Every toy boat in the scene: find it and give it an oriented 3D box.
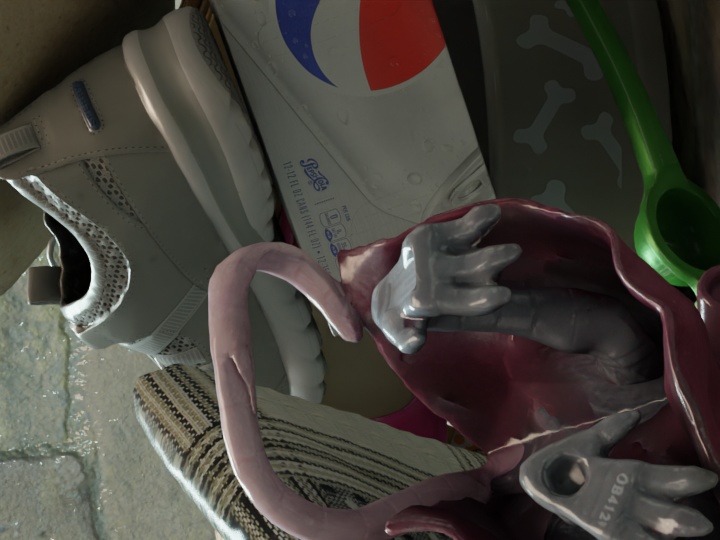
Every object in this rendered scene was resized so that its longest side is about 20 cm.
[{"bbox_3d":[-0.139,-0.078,0.879,0.131,0.131,0.200,36,159,11],"label":"toy boat"}]

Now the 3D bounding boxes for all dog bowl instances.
[{"bbox_3d":[0.056,-0.033,0.976,0.200,0.058,0.201,178,90,-80],"label":"dog bowl"}]

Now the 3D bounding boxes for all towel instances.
[{"bbox_3d":[0.059,0.100,0.683,0.035,0.200,0.193,-56,42,11],"label":"towel"}]

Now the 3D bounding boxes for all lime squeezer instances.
[{"bbox_3d":[0.093,0.005,0.861,0.071,0.038,0.201,21,117,60],"label":"lime squeezer"}]

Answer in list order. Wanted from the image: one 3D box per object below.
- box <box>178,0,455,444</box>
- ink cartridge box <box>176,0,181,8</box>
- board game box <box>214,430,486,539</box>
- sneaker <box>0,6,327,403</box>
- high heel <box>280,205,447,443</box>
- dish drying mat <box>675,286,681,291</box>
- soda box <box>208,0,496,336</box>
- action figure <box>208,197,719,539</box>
[{"bbox_3d":[-0.016,-0.008,1.028,0.200,0.021,0.164,50,-135,-39],"label":"box"},{"bbox_3d":[-0.038,-0.195,1.055,0.147,0.199,0.145,91,168,-57],"label":"ink cartridge box"},{"bbox_3d":[0.030,0.131,1.100,0.097,0.159,0.200,92,167,-55],"label":"board game box"},{"bbox_3d":[-0.064,-0.004,0.865,0.200,0.082,0.075,74,175,-53],"label":"sneaker"},{"bbox_3d":[0.000,0.000,0.942,0.096,0.067,0.200,85,-168,-62],"label":"high heel"},{"bbox_3d":[0.088,0.002,1.026,0.200,0.018,0.077,-119,26,-70],"label":"dish drying mat"},{"bbox_3d":[-0.014,-0.086,0.835,0.068,0.063,0.200,-112,2,-66],"label":"soda box"},{"bbox_3d":[0.073,0.060,0.658,0.200,0.149,0.134,28,-125,-61],"label":"action figure"}]
